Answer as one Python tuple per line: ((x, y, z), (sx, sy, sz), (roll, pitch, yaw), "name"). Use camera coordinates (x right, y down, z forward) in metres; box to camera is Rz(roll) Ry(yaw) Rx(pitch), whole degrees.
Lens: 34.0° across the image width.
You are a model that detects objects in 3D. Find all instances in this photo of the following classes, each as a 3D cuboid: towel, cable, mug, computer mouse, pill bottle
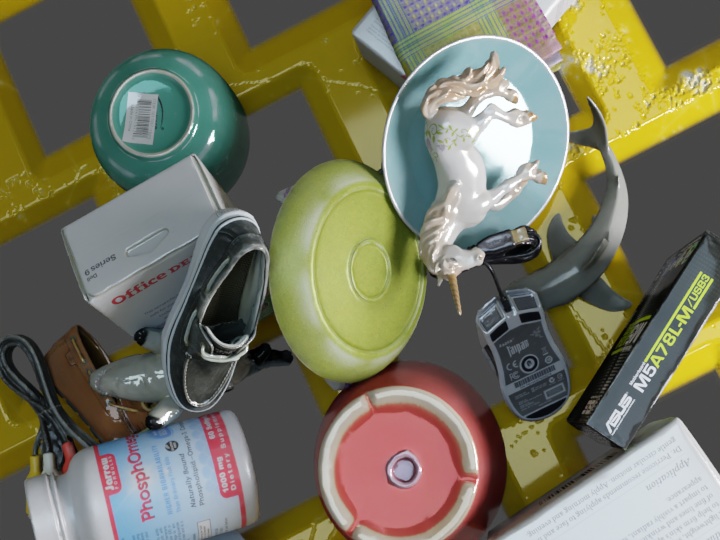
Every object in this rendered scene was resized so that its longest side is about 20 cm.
((0.090, -0.251, 1.128), (0.142, 0.023, 0.202), (-27, 81, 3), "towel")
((-0.302, 0.153, 1.139), (0.096, 0.050, 0.202), (-20, 86, 21), "cable")
((-0.185, -0.132, 1.180), (0.152, 0.114, 0.185), (-42, 80, 0), "mug")
((0.143, 0.054, 1.128), (0.109, 0.044, 0.202), (-23, 112, -4), "computer mouse")
((-0.198, 0.204, 1.074), (0.198, 0.109, 0.110), (-14, 81, -15), "pill bottle")

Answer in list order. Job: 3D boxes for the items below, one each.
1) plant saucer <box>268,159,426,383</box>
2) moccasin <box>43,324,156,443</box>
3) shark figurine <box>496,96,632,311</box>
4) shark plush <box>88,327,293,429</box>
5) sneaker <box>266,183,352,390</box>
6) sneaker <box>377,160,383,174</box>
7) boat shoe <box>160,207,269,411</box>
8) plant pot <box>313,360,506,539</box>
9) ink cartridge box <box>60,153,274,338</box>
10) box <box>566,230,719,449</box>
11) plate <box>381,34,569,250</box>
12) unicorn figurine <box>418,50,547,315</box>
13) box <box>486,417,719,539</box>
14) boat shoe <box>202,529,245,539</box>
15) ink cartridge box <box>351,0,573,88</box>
((0.000, 0.000, 1.056), (0.031, 0.199, 0.203), (-3, 80, 43), "plant saucer")
((-0.231, 0.136, 1.177), (0.201, 0.074, 0.078), (43, 97, 17), "moccasin")
((0.227, -0.045, 1.139), (0.127, 0.090, 0.217), (21, 87, 7), "shark figurine")
((-0.158, 0.085, 1.135), (0.198, 0.083, 0.092), (-20, 92, -33), "shark plush")
((-0.037, 0.012, 1.115), (0.098, 0.075, 0.203), (-3, 90, 20), "sneaker")
((0.000, -0.060, 1.169), (0.112, 0.075, 0.203), (9, 86, 5), "sneaker")
((-0.126, 0.047, 1.014), (0.071, 0.071, 0.202), (0, 120, -25), "boat shoe")
((0.041, 0.180, 1.084), (0.198, 0.177, 0.203), (-1, 82, 5), "plant pot")
((-0.168, -0.002, 1.113), (0.144, 0.200, 0.088), (-30, 65, 3), "ink cartridge box")
((0.260, 0.068, 1.062), (0.047, 0.200, 0.194), (35, 88, 8), "box")
((0.105, -0.117, 1.093), (0.198, 0.026, 0.203), (-8, 108, -24), "plate")
((0.101, -0.081, 1.056), (0.136, 0.074, 0.202), (-22, 97, -17), "unicorn figurine")
((0.226, 0.240, 1.044), (0.198, 0.200, 0.131), (-33, 78, 1), "box")
((-0.188, 0.284, 1.147), (0.199, 0.087, 0.075), (5, 52, 18), "boat shoe")
((0.109, -0.261, 1.180), (0.145, 0.085, 0.201), (40, 90, 9), "ink cartridge box")
